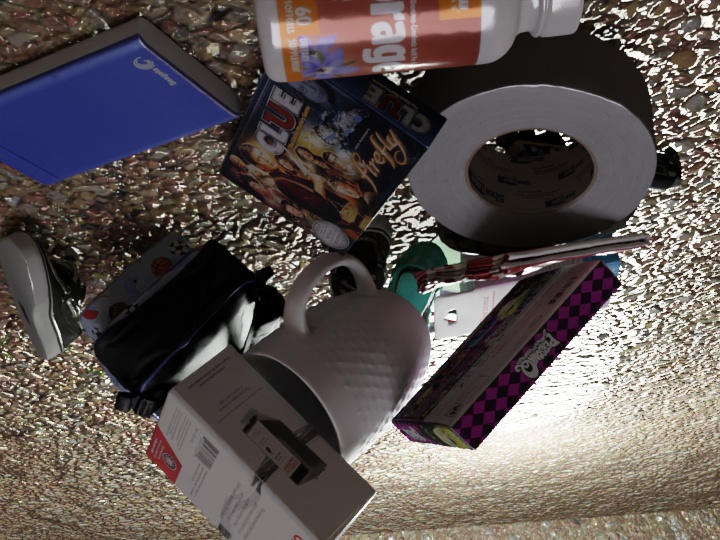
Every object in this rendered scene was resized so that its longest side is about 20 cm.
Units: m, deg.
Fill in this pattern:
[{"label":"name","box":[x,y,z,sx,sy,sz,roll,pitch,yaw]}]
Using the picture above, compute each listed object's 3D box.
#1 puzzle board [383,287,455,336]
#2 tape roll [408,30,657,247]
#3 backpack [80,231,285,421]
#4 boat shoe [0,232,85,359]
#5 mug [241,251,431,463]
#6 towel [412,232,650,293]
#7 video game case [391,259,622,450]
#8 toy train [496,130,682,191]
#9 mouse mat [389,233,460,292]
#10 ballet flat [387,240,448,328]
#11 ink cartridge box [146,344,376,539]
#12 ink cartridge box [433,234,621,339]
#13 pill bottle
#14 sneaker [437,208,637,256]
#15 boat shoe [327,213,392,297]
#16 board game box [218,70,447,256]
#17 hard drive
[{"label":"puzzle board","box":[0.061,0.056,1.393,0.200,0.017,0.151,-2,157,-9]},{"label":"tape roll","box":[0.139,-0.103,0.903,0.200,0.066,0.200,2,144,2]},{"label":"backpack","box":[-0.189,0.068,1.144,0.200,0.154,0.191,-39,158,-17]},{"label":"boat shoe","box":[-0.323,0.017,1.143,0.064,0.071,0.200,-31,157,-24]},{"label":"mug","box":[-0.021,0.078,1.093,0.148,0.200,0.175,14,-143,40]},{"label":"towel","box":[0.148,-0.006,0.996,0.144,0.023,0.200,-10,179,-20]},{"label":"video game case","box":[0.127,0.078,1.005,0.036,0.200,0.181,46,165,-6]},{"label":"toy train","box":[0.215,-0.099,1.020,0.200,0.046,0.034,5,155,-23]},{"label":"mouse mat","box":[0.152,-0.010,1.259,0.200,0.008,0.161,10,150,-27]},{"label":"ballet flat","box":[0.057,0.036,1.239,0.067,0.070,0.200,27,143,4]},{"label":"ink cartridge box","box":[-0.098,0.192,1.048,0.083,0.200,0.147,-38,167,-36]},{"label":"ink cartridge box","box":[0.172,0.008,1.202,0.200,0.067,0.116,-10,153,-1]},{"label":"pill bottle","box":[0.034,-0.183,0.696,0.200,0.112,0.112,-6,157,0]},{"label":"sneaker","box":[0.178,-0.045,1.107,0.200,0.076,0.079,-8,160,6]},{"label":"boat shoe","box":[0.000,0.000,1.184,0.071,0.064,0.200,-5,157,-3]},{"label":"board game box","box":[-0.030,-0.100,0.892,0.135,0.035,0.200,34,150,-3]},{"label":"hard drive","box":[-0.216,-0.128,0.879,0.200,0.025,0.132,-16,155,23]}]
